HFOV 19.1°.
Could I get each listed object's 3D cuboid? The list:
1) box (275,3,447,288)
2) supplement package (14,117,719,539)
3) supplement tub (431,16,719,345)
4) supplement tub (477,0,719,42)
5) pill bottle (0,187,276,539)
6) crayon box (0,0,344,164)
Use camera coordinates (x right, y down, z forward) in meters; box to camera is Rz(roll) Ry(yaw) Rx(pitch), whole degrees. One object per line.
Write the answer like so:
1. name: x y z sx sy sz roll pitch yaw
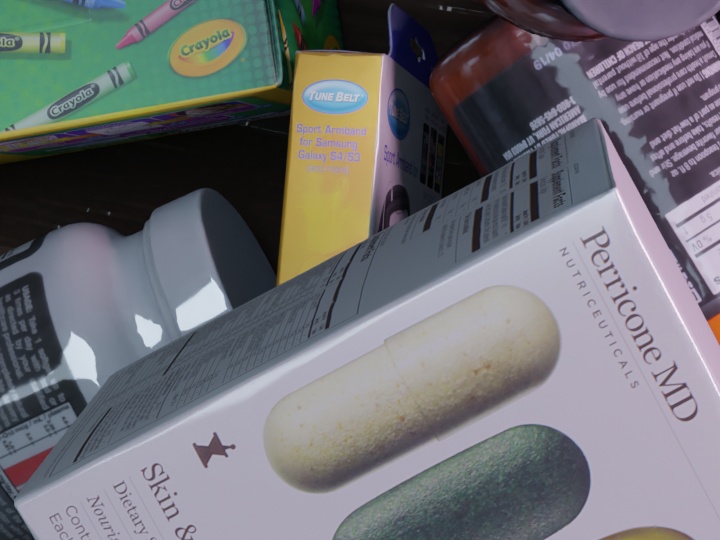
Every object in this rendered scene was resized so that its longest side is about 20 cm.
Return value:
1. box: 0.000 0.000 0.837 0.041 0.119 0.201 2 85 14
2. supplement package: 0.025 0.071 0.685 0.199 0.151 0.152 -28 98 9
3. supplement tub: 0.118 -0.017 0.803 0.107 0.107 0.201 -31 90 9
4. supplement tub: 0.060 -0.141 0.701 0.106 0.200 0.108 -6 117 -13
5. pill bottle: -0.130 0.051 0.864 0.199 0.116 0.116 -25 80 10
6. crayon box: -0.115 -0.082 0.868 0.199 0.119 0.059 -9 90 12
